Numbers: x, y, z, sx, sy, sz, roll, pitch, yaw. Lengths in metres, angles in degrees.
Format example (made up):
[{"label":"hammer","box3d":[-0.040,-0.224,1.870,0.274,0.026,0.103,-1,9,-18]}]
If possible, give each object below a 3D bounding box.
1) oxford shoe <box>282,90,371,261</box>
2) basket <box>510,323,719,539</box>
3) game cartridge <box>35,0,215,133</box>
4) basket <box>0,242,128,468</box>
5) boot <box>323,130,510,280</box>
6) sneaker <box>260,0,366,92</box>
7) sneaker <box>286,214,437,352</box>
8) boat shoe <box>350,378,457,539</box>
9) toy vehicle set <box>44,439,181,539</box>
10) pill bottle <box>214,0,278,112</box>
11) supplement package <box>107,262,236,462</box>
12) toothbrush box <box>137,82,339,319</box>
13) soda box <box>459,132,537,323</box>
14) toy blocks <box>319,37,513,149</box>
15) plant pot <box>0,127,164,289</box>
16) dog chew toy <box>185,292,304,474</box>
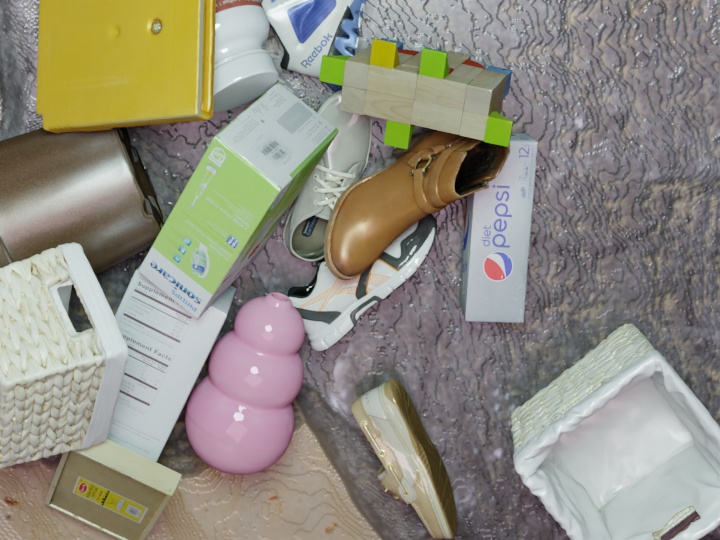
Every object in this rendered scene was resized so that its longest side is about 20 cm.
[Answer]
[{"label":"oxford shoe","box3d":[-0.033,-0.094,1.355,0.074,0.058,0.202,13,114,-17]},{"label":"basket","box3d":[0.289,0.198,1.391,0.197,0.161,0.201,-38,101,8]},{"label":"game cartridge","box3d":[-0.228,-0.227,1.224,0.197,0.032,0.179,-1,85,29]},{"label":"basket","box3d":[-0.316,0.091,1.234,0.122,0.201,0.137,-18,64,-28]},{"label":"boot","box3d":[0.059,-0.069,1.296,0.200,0.155,0.077,-46,115,-21]},{"label":"sneaker","box3d":[-0.049,-0.291,1.315,0.113,0.081,0.202,10,105,-5]},{"label":"sneaker","box3d":[0.000,0.000,1.389,0.200,0.074,0.080,-42,98,9]},{"label":"boat shoe","box3d":[0.050,0.222,1.448,0.068,0.074,0.202,-21,102,17]},{"label":"toy vehicle set","box3d":[-0.278,0.244,1.401,0.123,0.027,0.200,27,146,-7]},{"label":"pill bottle","box3d":[-0.160,-0.268,1.276,0.111,0.112,0.202,-25,82,6]},{"label":"supplement package","box3d":[-0.229,0.096,1.389,0.108,0.114,0.202,26,103,-6]},{"label":"toothbrush box","box3d":[-0.125,-0.071,1.292,0.086,0.146,0.200,38,127,0]},{"label":"soda box","box3d":[0.149,-0.048,1.382,0.067,0.064,0.203,2,104,-2]},{"label":"toy blocks","box3d":[0.073,-0.188,1.284,0.197,0.137,0.101,14,113,14]},{"label":"plant pot","box3d":[-0.318,-0.064,1.320,0.196,0.200,0.203,-22,103,-2]},{"label":"dog chew toy","box3d":[-0.117,0.120,1.386,0.123,0.125,0.202,19,106,-5]}]
